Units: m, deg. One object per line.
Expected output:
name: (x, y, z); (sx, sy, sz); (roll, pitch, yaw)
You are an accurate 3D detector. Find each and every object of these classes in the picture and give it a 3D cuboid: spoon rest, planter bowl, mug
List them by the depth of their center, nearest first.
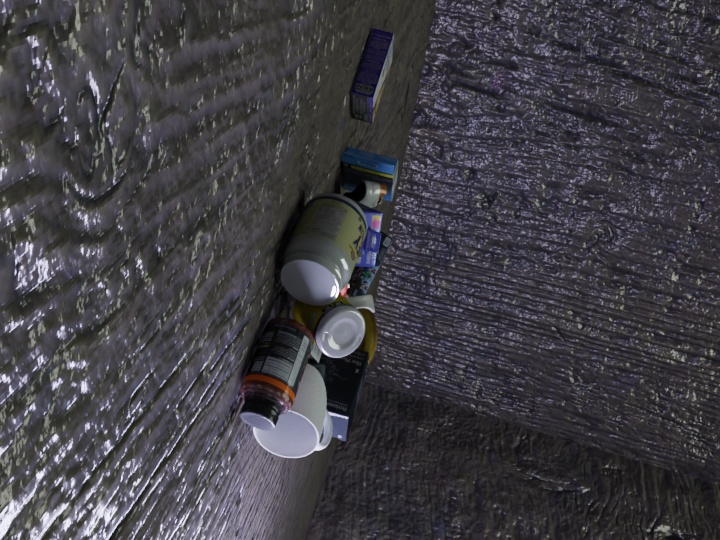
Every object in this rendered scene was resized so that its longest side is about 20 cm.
mug: (-0.131, 0.313, 1.552); (0.146, 0.201, 0.176); (-29, -155, 26)
spoon rest: (-0.068, 0.090, 1.576); (0.061, 0.196, 0.101); (60, 17, -73)
planter bowl: (-0.051, 0.172, 1.845); (0.083, 0.199, 0.204); (7, 100, -41)

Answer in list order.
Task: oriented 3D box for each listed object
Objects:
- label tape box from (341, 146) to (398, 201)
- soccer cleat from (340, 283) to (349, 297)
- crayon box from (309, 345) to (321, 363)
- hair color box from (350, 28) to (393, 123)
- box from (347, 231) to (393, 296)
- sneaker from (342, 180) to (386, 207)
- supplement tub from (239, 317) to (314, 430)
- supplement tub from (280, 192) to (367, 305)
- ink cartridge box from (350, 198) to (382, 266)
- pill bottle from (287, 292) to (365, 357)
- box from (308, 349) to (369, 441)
label tape box: (0.026, -0.267, 1.834); (0.201, 0.141, 0.067); (89, 17, -68)
soccer cleat: (-0.075, 0.108, 1.659); (0.067, 0.075, 0.203); (38, -54, 54)
crayon box: (-0.114, 0.105, 1.691); (0.126, 0.051, 0.203); (59, 43, -57)
hair color box: (0.030, -0.488, 1.752); (0.110, 0.064, 0.203); (90, 17, -69)
box: (0.000, 0.000, 1.798); (0.202, 0.037, 0.136); (-63, -161, -12)
sneaker: (0.008, -0.181, 1.859); (0.199, 0.083, 0.074); (155, -68, -62)
supplement tub: (-0.164, 0.199, 1.337); (0.108, 0.105, 0.202); (96, 11, -56)
supplement tub: (-0.074, -0.044, 1.415); (0.146, 0.142, 0.202); (98, 8, -46)
ink cartridge box: (-0.014, -0.092, 1.718); (0.200, 0.075, 0.139); (-144, -120, -62)
pill bottle: (-0.080, 0.090, 1.467); (0.200, 0.110, 0.113); (37, -61, 53)
box: (-0.096, 0.286, 1.736); (0.118, 0.193, 0.202); (97, 10, -48)
